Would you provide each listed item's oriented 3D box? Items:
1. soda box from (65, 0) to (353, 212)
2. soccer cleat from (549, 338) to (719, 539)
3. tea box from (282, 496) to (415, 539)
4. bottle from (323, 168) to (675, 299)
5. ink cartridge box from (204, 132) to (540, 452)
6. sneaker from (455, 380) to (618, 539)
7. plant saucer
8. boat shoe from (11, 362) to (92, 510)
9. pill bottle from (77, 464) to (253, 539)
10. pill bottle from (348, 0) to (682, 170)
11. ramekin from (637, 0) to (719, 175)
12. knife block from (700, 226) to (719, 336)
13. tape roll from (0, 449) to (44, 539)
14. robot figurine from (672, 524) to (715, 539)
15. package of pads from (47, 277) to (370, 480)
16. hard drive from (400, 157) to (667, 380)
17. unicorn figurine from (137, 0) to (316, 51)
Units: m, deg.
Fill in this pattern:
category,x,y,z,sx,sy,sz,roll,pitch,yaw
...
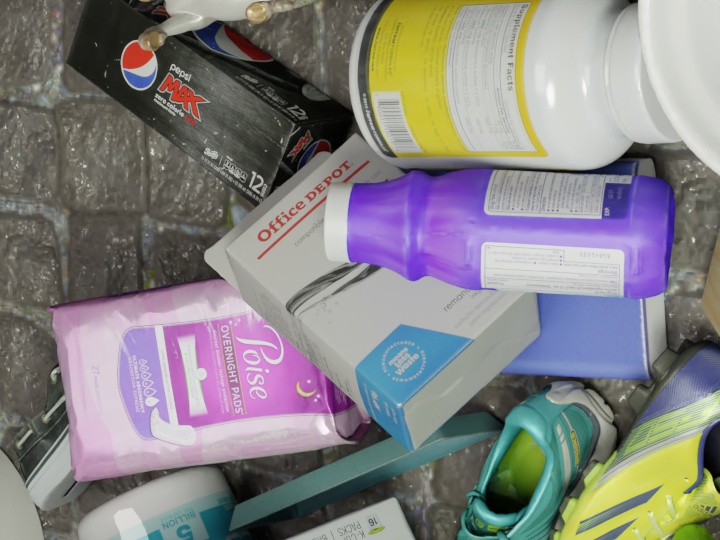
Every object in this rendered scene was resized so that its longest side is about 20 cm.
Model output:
category,x,y,z,sx,sy,sz,roll,pitch,yaw
soda box,-0.103,-0.122,1.613,0.200,0.063,0.071,37,119,28
soccer cleat,0.178,0.133,1.435,0.084,0.065,0.200,38,121,20
tea box,-0.044,0.277,1.530,0.197,0.200,0.134,67,155,9
bottle,0.080,-0.023,1.395,0.200,0.084,0.065,3,111,9
ink cartridge box,0.000,0.000,1.479,0.200,0.116,0.068,41,164,26
sneaker,0.087,0.155,1.501,0.077,0.080,0.200,33,118,30
plant saucer,0.001,0.130,1.573,0.200,0.070,0.019,-26,77,39
boat shoe,-0.199,0.095,1.724,0.071,0.072,0.200,52,128,14
pill bottle,-0.108,0.242,1.655,0.111,0.111,0.200,-31,79,38
pill bottle,0.100,-0.115,1.419,0.200,0.112,0.112,2,100,38
ramekin,0.259,-0.140,1.296,0.200,0.098,0.201,9,104,38
knife block,0.237,0.037,1.296,0.200,0.175,0.064,25,112,33
tape roll,-0.356,0.223,1.834,0.202,0.139,0.203,8,102,37
robot figurine,0.209,0.239,1.393,0.200,0.116,0.176,-14,96,37
package of pads,-0.101,0.066,1.588,0.200,0.076,0.121,-9,91,17
hard drive,0.096,-0.002,1.499,0.200,0.025,0.132,1,99,39
unicorn figurine,-0.093,-0.187,1.567,0.200,0.137,0.074,8,110,19
